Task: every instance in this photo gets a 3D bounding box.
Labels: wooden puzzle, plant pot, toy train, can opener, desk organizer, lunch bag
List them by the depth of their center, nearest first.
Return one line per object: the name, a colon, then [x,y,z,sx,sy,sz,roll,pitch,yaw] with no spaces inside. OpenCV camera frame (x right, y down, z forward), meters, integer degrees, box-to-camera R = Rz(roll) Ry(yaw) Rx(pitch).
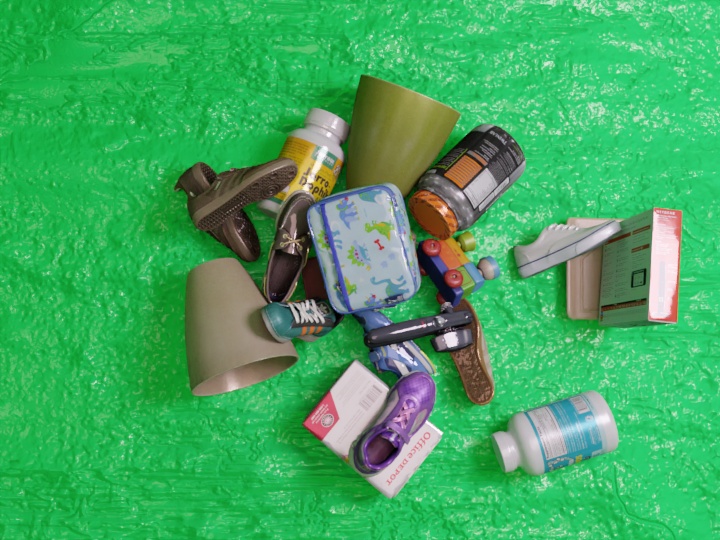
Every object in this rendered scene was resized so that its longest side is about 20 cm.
lunch bag: [0.005,-0.033,1.293,0.160,0.082,0.200,-11,99,15]
can opener: [0.102,0.100,1.347,0.200,0.063,0.079,-4,62,-22]
plant pot: [-0.225,0.088,1.353,0.187,0.187,0.200,-20,74,-4]
desk organizer: [0.000,0.000,1.381,0.200,0.072,0.077,-11,88,17]
plant pot: [0.051,-0.214,1.392,0.187,0.187,0.200,22,99,0]
toy train: [0.153,-0.041,1.424,0.116,0.085,0.200,-24,65,-20]
wooden puzzle: [0.466,-0.002,1.446,0.200,0.037,0.185,2,84,-6]

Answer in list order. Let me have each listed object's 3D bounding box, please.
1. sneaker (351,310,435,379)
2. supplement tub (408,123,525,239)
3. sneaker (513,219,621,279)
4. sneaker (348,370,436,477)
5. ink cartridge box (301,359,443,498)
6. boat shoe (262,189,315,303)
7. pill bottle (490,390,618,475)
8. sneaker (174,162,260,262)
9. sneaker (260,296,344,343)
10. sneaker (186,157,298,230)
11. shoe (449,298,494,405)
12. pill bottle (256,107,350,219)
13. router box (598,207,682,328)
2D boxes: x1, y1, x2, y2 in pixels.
sneaker: [0.040,0.131,1.399,0.082,0.074,0.200,-44,86,-3]
supplement tub: [0.183,-0.153,1.385,0.123,0.123,0.200,46,71,3]
sneaker: [0.353,-0.052,1.388,0.200,0.073,0.071,-27,81,31]
sneaker: [0.059,0.253,1.296,0.080,0.088,0.200,37,82,2]
ink cartridge box: [0.019,0.272,1.378,0.200,0.086,0.148,41,84,1]
boat shoe: [-0.118,-0.035,1.330,0.072,0.060,0.200,16,108,-13]
pill bottle: [0.332,0.286,1.374,0.200,0.111,0.111,-17,85,-2]
sneaker: [-0.254,-0.093,1.416,0.075,0.070,0.200,-32,89,22]
sneaker: [-0.093,0.074,1.323,0.080,0.200,0.071,-31,75,16]
sneaker: [-0.204,-0.147,1.329,0.200,0.070,0.076,-29,64,2]
shoe: [0.191,0.144,1.414,0.070,0.053,0.200,-16,74,12]
pill bottle: [-0.094,-0.178,1.403,0.113,0.113,0.200,25,84,1]
router box: [0.463,0.002,1.325,0.049,0.200,0.180,6,84,-5]
